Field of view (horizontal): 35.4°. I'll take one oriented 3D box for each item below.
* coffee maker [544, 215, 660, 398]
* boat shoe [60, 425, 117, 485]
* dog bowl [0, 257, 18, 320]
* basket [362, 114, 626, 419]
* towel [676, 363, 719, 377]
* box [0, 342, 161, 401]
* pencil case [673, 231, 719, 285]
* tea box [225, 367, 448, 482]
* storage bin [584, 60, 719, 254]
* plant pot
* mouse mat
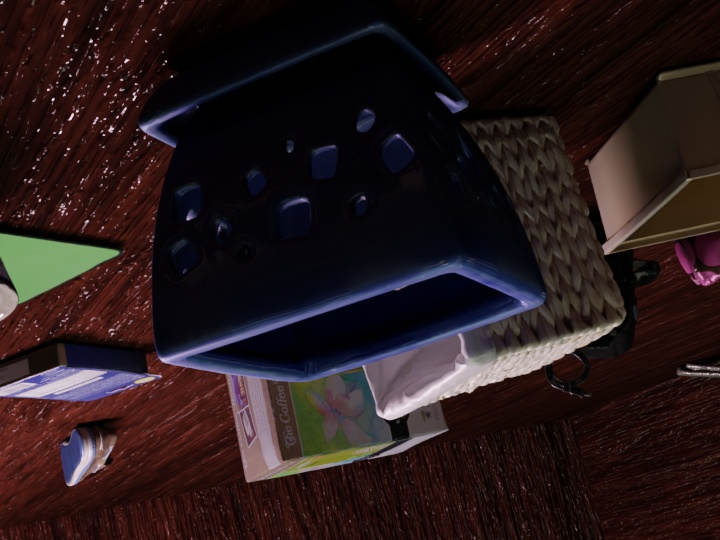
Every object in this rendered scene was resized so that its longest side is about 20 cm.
[{"bbox_3d":[0.258,0.049,1.327,0.133,0.194,0.200,27,176,18],"label":"coffee maker"},{"bbox_3d":[-0.439,0.301,1.832,0.071,0.074,0.200,-8,164,-27],"label":"boat shoe"},{"bbox_3d":[-0.346,0.002,0.792,0.196,0.075,0.200,-14,166,-4],"label":"dog bowl"},{"bbox_3d":[0.087,-0.006,0.940,0.158,0.202,0.200,-12,166,-23],"label":"basket"},{"bbox_3d":[0.989,0.280,3.126,0.197,0.035,0.192,-1,173,29],"label":"towel"},{"bbox_3d":[-0.339,0.123,1.337,0.119,0.033,0.199,-19,163,21],"label":"box"},{"bbox_3d":[0.492,-0.040,1.398,0.196,0.095,0.091,-16,166,10],"label":"pencil case"},{"bbox_3d":[-0.036,0.102,1.206,0.193,0.204,0.134,-7,165,-25],"label":"tea box"},{"bbox_3d":[0.323,-0.105,0.992,0.195,0.095,0.200,-11,165,-10],"label":"storage bin"},{"bbox_3d":[-0.015,-0.045,0.714,0.197,0.183,0.199,-20,165,19],"label":"plant pot"},{"bbox_3d":[-0.322,0.007,0.970,0.198,0.008,0.160,-24,163,28],"label":"mouse mat"}]
